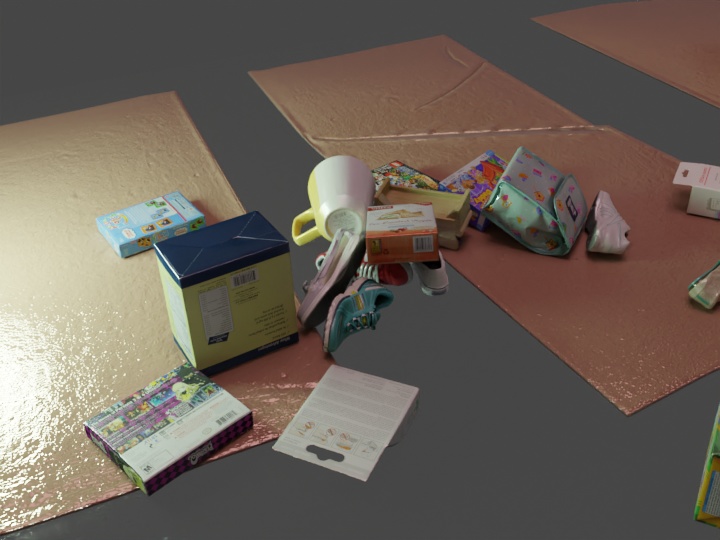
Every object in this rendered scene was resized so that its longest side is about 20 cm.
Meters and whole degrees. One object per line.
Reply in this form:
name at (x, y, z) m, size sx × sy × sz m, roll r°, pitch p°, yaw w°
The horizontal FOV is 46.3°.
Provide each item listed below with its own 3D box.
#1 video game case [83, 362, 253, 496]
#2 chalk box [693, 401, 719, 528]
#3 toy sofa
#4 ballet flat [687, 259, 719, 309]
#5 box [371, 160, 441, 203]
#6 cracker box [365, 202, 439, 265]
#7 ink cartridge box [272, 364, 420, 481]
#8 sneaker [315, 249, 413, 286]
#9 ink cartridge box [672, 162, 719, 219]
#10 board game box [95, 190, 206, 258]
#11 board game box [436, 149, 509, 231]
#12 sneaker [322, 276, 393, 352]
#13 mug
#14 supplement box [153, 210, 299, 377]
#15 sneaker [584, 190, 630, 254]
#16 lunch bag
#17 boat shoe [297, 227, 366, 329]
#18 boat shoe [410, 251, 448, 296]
video game case at (-0.294, 0.236, 1.294) m, size 0.179 × 0.037 × 0.198 m, roll 26°, pitch 43°, yaw 37°
chalk box at (0.533, 0.242, 1.130) m, size 0.121 × 0.127 × 0.200 m, roll 13°, pitch 35°, yaw 23°
toy sofa at (0.129, -0.119, 1.743) m, size 0.195 × 0.099 × 0.083 m, roll 10°, pitch 40°, yaw 21°
ballet flat at (0.670, 0.012, 1.549) m, size 0.198 × 0.068 × 0.062 m, roll -32°, pitch 70°, yaw -32°
box at (0.096, -0.183, 1.906) m, size 0.135 × 0.038 × 0.199 m, roll -26°, pitch 39°, yaw -31°
cracker box at (0.077, -0.073, 1.589) m, size 0.130 × 0.059 × 0.201 m, roll -4°, pitch 19°, yaw 3°
ink cartridge box at (-0.017, 0.236, 1.267) m, size 0.158 × 0.051 × 0.201 m, roll 12°, pitch 40°, yaw 22°
sneaker at (0.000, 0.000, 1.601) m, size 0.111 × 0.073 × 0.198 m, roll -26°, pitch 31°, yaw -38°
ink cartridge box at (0.768, -0.165, 1.791) m, size 0.196 × 0.069 × 0.117 m, roll 15°, pitch 36°, yaw 24°
board game box at (-0.457, -0.104, 1.835) m, size 0.197 × 0.037 × 0.151 m, roll -21°, pitch 37°, yaw -27°
board game box at (0.275, -0.178, 1.843) m, size 0.134 × 0.045 × 0.199 m, roll 37°, pitch 48°, yaw 22°
sneaker at (-0.006, 0.076, 1.485) m, size 0.078 × 0.079 × 0.200 m, roll 21°, pitch 39°, yaw 19°
mug at (-0.044, -0.120, 1.752) m, size 0.147 × 0.189 × 0.155 m, roll 20°, pitch 31°, yaw -16°
supplement box at (-0.225, 0.040, 1.437) m, size 0.196 × 0.204 × 0.134 m, roll -19°, pitch 35°, yaw -24°
sneaker at (0.504, -0.092, 1.715) m, size 0.078 × 0.072 × 0.202 m, roll 17°, pitch 38°, yaw 3°
lunch bag at (0.367, -0.135, 1.717) m, size 0.198 × 0.123 × 0.171 m, roll 33°, pitch 41°, yaw 6°
boat shoe at (-0.060, 0.014, 1.531) m, size 0.064 × 0.075 × 0.204 m, roll 23°, pitch 71°, yaw 23°
boat shoe at (0.129, -0.030, 1.641) m, size 0.072 × 0.067 × 0.201 m, roll -11°, pitch 34°, yaw -12°
